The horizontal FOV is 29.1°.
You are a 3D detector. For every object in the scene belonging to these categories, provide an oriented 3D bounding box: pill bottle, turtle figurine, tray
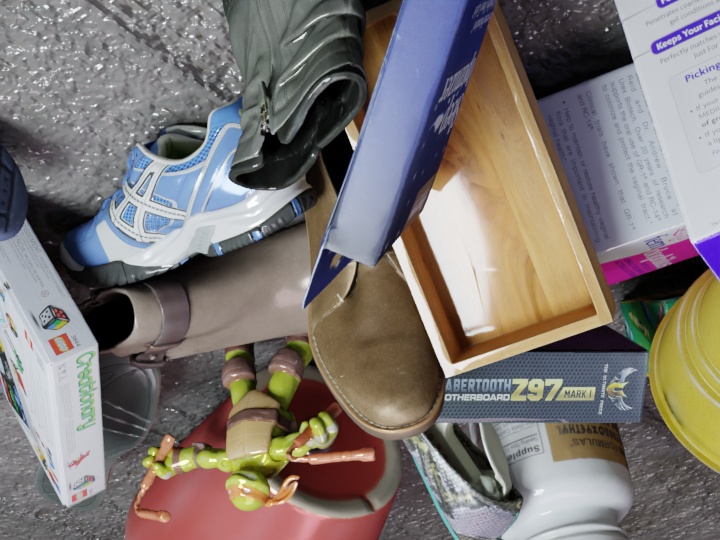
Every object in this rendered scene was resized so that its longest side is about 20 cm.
[{"bbox_3d":[0.147,0.152,1.064,0.113,0.201,0.115,-7,148,-4],"label":"pill bottle"},{"bbox_3d":[-0.062,0.101,0.960,0.199,0.162,0.064,-18,137,30],"label":"turtle figurine"},{"bbox_3d":[0.057,-0.053,0.754,0.098,0.201,0.037,-20,-172,18],"label":"tray"}]

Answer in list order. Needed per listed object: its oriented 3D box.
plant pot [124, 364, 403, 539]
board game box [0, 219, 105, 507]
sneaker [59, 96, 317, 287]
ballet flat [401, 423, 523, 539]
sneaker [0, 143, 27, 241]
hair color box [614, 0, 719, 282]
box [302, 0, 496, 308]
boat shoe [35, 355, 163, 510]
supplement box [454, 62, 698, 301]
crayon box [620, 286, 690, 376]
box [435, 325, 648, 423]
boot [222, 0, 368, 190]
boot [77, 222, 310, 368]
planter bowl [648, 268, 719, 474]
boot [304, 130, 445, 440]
[{"bbox_3d":[-0.067,0.181,1.086,0.199,0.201,0.178,9,134,-26],"label":"plant pot"},{"bbox_3d":[-0.208,0.056,0.897,0.034,0.127,0.201,-24,154,-22],"label":"board game box"},{"bbox_3d":[-0.113,-0.044,0.832,0.199,0.077,0.076,-18,-168,37],"label":"sneaker"},{"bbox_3d":[0.052,0.104,1.005,0.072,0.201,0.072,-35,173,-5],"label":"ballet flat"},{"bbox_3d":[-0.281,-0.058,0.758,0.199,0.074,0.082,20,140,-26],"label":"sneaker"},{"bbox_3d":[0.194,-0.103,0.678,0.109,0.201,0.065,-23,147,22],"label":"hair color box"},{"bbox_3d":[0.027,-0.080,0.672,0.032,0.121,0.201,22,109,7],"label":"box"},{"bbox_3d":[-0.197,0.109,1.055,0.074,0.065,0.202,20,136,-8],"label":"boat shoe"},{"bbox_3d":[0.151,-0.053,0.819,0.199,0.104,0.101,-21,164,17],"label":"supplement box"},{"bbox_3d":[0.255,0.038,0.962,0.118,0.059,0.200,-10,178,2],"label":"crayon box"},{"bbox_3d":[0.076,0.049,0.914,0.156,0.200,0.051,2,102,-14],"label":"box"},{"bbox_3d":[-0.007,-0.132,0.649,0.067,0.131,0.200,11,142,-26],"label":"boot"},{"bbox_3d":[-0.089,0.017,0.884,0.146,0.071,0.199,-7,165,-46],"label":"boot"},{"bbox_3d":[0.262,0.027,0.777,0.199,0.201,0.084,-10,131,2],"label":"planter bowl"},{"bbox_3d":[0.000,0.000,0.792,0.073,0.201,0.076,-12,146,-5],"label":"boot"}]
